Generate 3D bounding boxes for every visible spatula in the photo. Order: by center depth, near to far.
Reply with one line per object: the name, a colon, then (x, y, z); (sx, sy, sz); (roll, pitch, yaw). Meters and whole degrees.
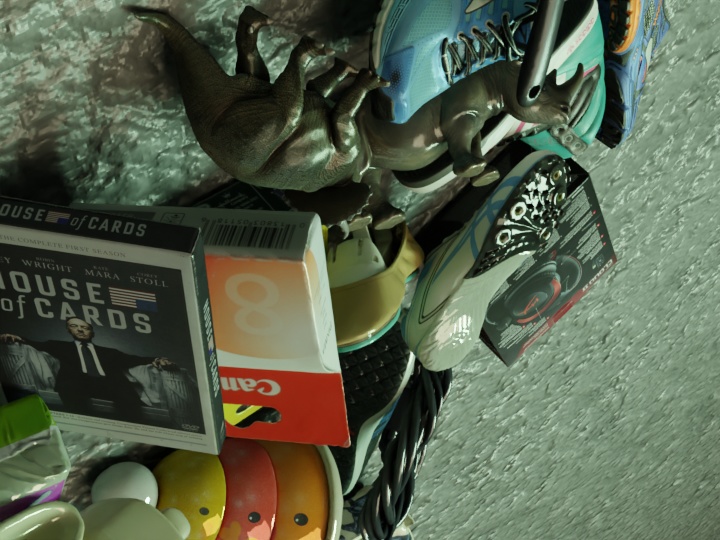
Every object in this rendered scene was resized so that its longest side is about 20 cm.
spatula: (0.117, -0.195, 0.727); (0.056, 0.020, 0.203); (-12, 119, -38)

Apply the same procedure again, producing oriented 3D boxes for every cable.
cable: (0.046, 0.152, 1.087); (0.164, 0.050, 0.202); (111, 0, -63)

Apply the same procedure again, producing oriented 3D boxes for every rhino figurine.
rhino figurine: (0.062, -0.101, 0.830); (0.197, 0.089, 0.060); (-24, 166, 0)

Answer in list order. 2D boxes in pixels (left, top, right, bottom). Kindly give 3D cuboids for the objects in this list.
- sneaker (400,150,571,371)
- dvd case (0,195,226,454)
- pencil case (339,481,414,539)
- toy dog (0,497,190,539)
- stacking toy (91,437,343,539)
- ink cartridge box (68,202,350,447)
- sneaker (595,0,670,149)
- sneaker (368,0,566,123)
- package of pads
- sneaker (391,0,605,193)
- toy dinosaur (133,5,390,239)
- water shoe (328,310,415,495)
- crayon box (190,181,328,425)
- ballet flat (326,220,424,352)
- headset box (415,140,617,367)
sneaker: (0.088, -0.014, 0.933); (0.071, 0.073, 0.201); (7, 126, -41)
dvd case: (-0.159, 0.038, 0.724); (0.202, 0.147, 0.025); (91, 9, -50)
pencil case: (-0.040, 0.295, 1.227); (0.198, 0.078, 0.090); (-31, 168, -23)
toy dog: (-0.207, 0.236, 0.782); (0.200, 0.139, 0.194); (-47, -173, 29)
stacking toy: (-0.126, 0.190, 0.977); (0.198, 0.147, 0.147); (11, 121, -36)
ink cartridge box: (-0.095, 0.051, 0.764); (0.050, 0.159, 0.203); (-73, 162, -50)
sneaker: (0.212, -0.178, 0.974); (0.078, 0.075, 0.201); (-35, 150, -22)
sneaker: (0.079, -0.162, 0.775); (0.200, 0.089, 0.079); (-47, 153, -25)
package of pads: (-0.286, 0.170, 0.755); (0.198, 0.069, 0.155); (-21, 156, -35)
sneaker: (0.115, -0.114, 0.926); (0.200, 0.084, 0.121); (-44, 141, -4)
toy dinosaur: (-0.047, -0.086, 0.709); (0.198, 0.077, 0.104); (22, 97, -41)
water shoe: (0.000, 0.107, 1.082); (0.202, 0.071, 0.079); (-65, 172, 28)
crayon box: (-0.085, 0.027, 0.873); (0.126, 0.051, 0.202); (-30, 146, -25)
ballet flat: (0.000, 0.000, 0.873); (0.068, 0.064, 0.200); (-15, -168, 14)
headset box: (0.145, -0.011, 1.088); (0.149, 0.075, 0.200); (-44, 150, -2)
